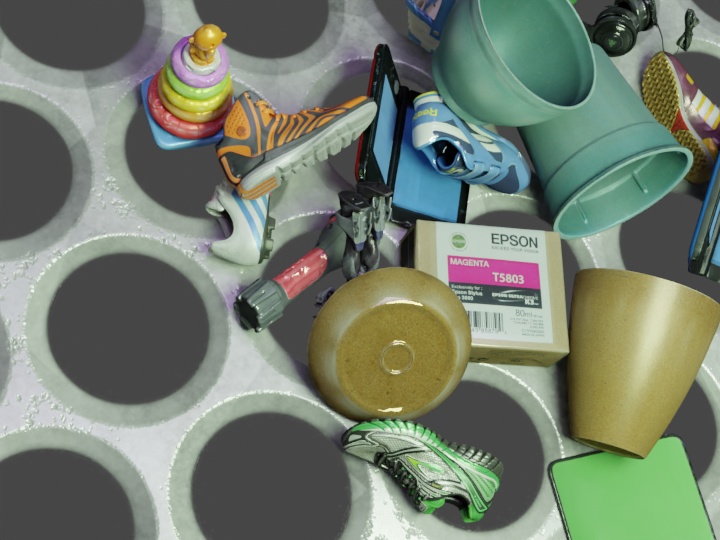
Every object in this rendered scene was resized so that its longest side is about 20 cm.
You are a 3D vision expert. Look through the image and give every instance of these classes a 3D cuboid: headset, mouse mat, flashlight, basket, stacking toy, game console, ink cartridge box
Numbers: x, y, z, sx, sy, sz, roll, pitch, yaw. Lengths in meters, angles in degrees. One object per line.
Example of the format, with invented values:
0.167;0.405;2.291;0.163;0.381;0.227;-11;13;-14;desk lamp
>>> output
0.381;-0.366;1.604;0.199;0.094;0.123;31;57;23;headset
0.340;0.297;1.401;0.199;0.008;0.162;-8;72;-20;mouse mat
-0.064;-0.005;1.368;0.200;0.068;0.068;-37;116;-29;flashlight
0.141;-0.375;1.498;0.139;0.200;0.177;36;65;1;basket
-0.196;-0.238;1.352;0.115;0.200;0.110;-12;73;-18;stacking toy
0.076;-0.165;1.451;0.118;0.173;0.201;3;66;14;game console
0.523;-0.081;1.511;0.118;0.171;0.201;16;86;18;game console
0.154;0.030;1.416;0.198;0.075;0.166;4;69;-13;ink cartridge box

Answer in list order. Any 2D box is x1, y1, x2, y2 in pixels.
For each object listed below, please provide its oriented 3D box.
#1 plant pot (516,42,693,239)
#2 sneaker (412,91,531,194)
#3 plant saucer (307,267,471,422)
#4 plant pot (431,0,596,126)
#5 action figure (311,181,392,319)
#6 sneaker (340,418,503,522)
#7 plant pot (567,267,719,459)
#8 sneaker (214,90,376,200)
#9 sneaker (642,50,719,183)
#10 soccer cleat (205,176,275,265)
0.299;-0.177;1.484;0.199;0.201;0.197;-16;66;-21;plant pot
0.138;-0.144;1.448;0.199;0.074;0.083;32;54;-28;sneaker
0.038;0.097;1.313;0.199;0.035;0.202;-4;109;-10;plant saucer
0.172;-0.259;1.383;0.199;0.134;0.202;19;59;-33;plant pot
0.000;0.000;1.341;0.130;0.201;0.069;-23;35;-39;action figure
0.069;0.231;1.312;0.199;0.078;0.086;22;66;-7;sneaker
0.330;0.122;1.385;0.185;0.186;0.201;19;78;-8;plant pot
-0.085;-0.179;1.343;0.199;0.078;0.112;-30;76;-10;sneaker
0.475;-0.222;1.612;0.090;0.075;0.201;-14;80;-28;sneaker
-0.144;-0.104;1.387;0.086;0.070;0.201;8;67;-11;soccer cleat
